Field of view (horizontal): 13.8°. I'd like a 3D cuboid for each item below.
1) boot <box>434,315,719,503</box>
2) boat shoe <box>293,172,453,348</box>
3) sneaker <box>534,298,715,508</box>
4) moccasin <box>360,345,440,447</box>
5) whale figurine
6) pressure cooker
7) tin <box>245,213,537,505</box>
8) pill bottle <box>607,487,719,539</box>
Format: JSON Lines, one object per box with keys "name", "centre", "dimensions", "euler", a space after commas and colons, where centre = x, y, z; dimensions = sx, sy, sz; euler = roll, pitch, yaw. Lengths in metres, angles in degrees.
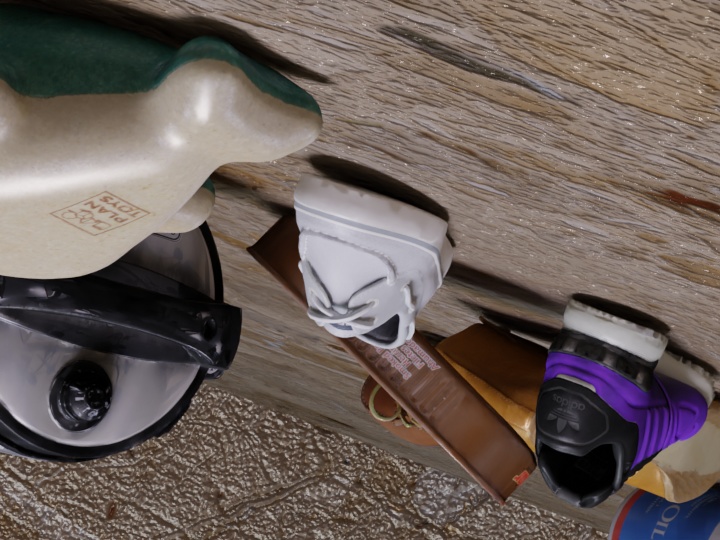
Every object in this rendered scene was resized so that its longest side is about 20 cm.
{"name": "boot", "centre": [0.138, 0.076, 1.796], "dimensions": [0.144, 0.071, 0.201], "euler": [34, -165, 30]}
{"name": "boat shoe", "centre": [0.000, 0.000, 1.462], "dimensions": [0.072, 0.069, 0.200], "euler": [19, 174, 6]}
{"name": "sneaker", "centre": [0.134, 0.083, 1.621], "dimensions": [0.069, 0.100, 0.200], "euler": [19, 174, 23]}
{"name": "moccasin", "centre": [0.055, 0.083, 2.003], "dimensions": [0.078, 0.074, 0.201], "euler": [33, 172, -25]}
{"name": "whale figurine", "centre": [-0.112, -0.067, 1.216], "dimensions": [0.200, 0.104, 0.159], "euler": [-16, 152, 34]}
{"name": "pressure cooker", "centre": [-0.169, 0.015, 1.578], "dimensions": [0.200, 0.176, 0.179], "euler": [5, 124, 55]}
{"name": "tin", "centre": [0.019, 0.047, 1.623], "dimensions": [0.200, 0.042, 0.112], "euler": [45, -177, 10]}
{"name": "pill bottle", "centre": [0.299, 0.235, 2.386], "dimensions": [0.112, 0.112, 0.200], "euler": [23, 172, -33]}
